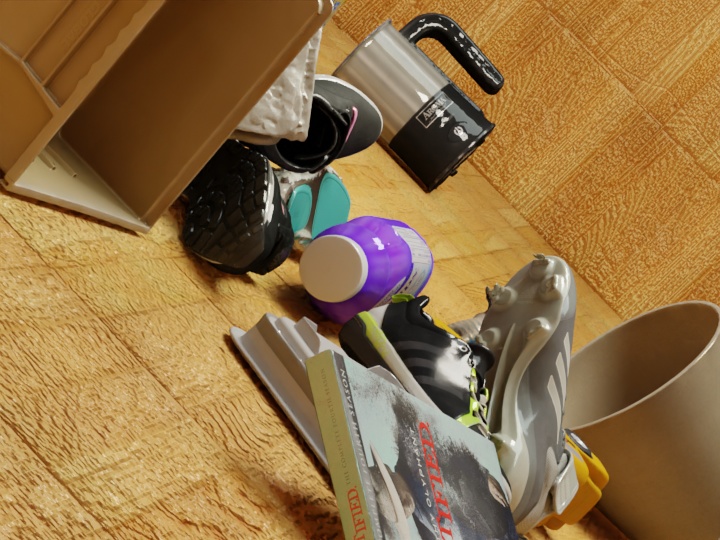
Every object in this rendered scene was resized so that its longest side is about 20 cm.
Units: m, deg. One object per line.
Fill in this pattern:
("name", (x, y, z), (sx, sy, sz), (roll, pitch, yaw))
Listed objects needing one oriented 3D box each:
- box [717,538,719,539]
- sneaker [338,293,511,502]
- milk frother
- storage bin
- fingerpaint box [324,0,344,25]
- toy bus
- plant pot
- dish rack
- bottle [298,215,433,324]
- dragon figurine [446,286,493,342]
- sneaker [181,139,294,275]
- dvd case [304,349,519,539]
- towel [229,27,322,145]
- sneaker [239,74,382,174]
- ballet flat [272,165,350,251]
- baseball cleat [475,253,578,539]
("box", (0.351, 0.261, 1.833), (0.176, 0.200, 0.097), (42, 9, -26))
("sneaker", (0.059, 0.077, 1.607), (0.200, 0.083, 0.072), (51, -16, 41))
("milk frother", (0.064, -0.200, 3.000), (0.188, 0.180, 0.200), (46, -35, 3))
("storage bin", (-0.129, -0.137, 1.404), (0.094, 0.199, 0.200), (43, 8, 18))
("fingerpaint box", (-0.092, -0.174, 1.867), (0.073, 0.167, 0.200), (41, 9, -2))
("toy bus", (0.100, 0.119, 1.749), (0.200, 0.065, 0.078), (41, 9, -25))
("plant pot", (0.267, 0.161, 2.020), (0.200, 0.187, 0.187), (58, 5, -14))
("dish rack", (0.015, 0.107, 1.469), (0.200, 0.044, 0.172), (50, 10, 36))
("bottle", (0.000, 0.000, 1.770), (0.065, 0.084, 0.200), (47, 7, 9))
("dragon figurine", (0.085, 0.081, 1.878), (0.059, 0.099, 0.200), (50, -10, 39))
("sneaker", (-0.071, -0.033, 1.633), (0.088, 0.076, 0.200), (48, 6, -22))
("dvd case", (0.040, 0.137, 1.328), (0.200, 0.022, 0.147), (32, 38, -54))
("towel", (-0.119, -0.163, 1.604), (0.199, 0.133, 0.034), (14, -16, -23))
("sneaker", (-0.032, -0.101, 1.756), (0.099, 0.071, 0.200), (31, 13, 38))
("ballet flat", (-0.059, -0.054, 1.834), (0.072, 0.072, 0.200), (47, 7, 12))
("baseball cleat", (0.118, 0.093, 1.680), (0.070, 0.201, 0.106), (0, -31, 39))
